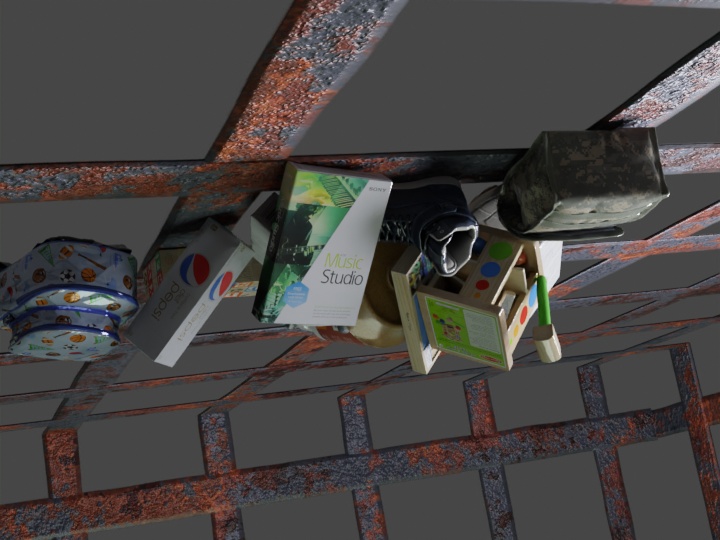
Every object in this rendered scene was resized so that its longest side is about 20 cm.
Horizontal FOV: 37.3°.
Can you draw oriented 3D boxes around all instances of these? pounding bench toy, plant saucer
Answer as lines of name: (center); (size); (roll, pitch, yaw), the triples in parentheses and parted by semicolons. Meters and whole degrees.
pounding bench toy: (0.205, 0.035, 1.461); (0.198, 0.157, 0.125); (15, 145, 28)
plant saucer: (0.043, 0.009, 1.516); (0.198, 0.204, 0.035); (1, 177, -40)

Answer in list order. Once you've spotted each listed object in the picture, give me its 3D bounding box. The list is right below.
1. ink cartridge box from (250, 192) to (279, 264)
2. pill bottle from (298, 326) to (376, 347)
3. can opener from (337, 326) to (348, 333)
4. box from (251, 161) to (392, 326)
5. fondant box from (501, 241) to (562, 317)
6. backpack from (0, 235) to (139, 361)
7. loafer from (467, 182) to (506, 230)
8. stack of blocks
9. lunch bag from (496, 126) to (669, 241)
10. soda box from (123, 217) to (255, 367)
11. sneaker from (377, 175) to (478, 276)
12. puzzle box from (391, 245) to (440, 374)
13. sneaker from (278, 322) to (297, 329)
ink cartridge box: (-0.097, -0.027, 1.469); (0.050, 0.109, 0.200); (-47, 174, -14)
pill bottle: (-0.022, 0.071, 1.861); (0.198, 0.114, 0.111); (3, 178, 39)
can opener: (-0.029, 0.040, 1.737); (0.052, 0.067, 0.200); (-2, -158, 10)
box: (-0.048, -0.029, 1.337); (0.143, 0.203, 0.036); (3, -161, -33)
fondant box: (0.257, 0.000, 1.673); (0.058, 0.145, 0.201); (30, 158, 23)
backpack: (-0.395, 0.036, 1.453); (0.198, 0.156, 0.190); (5, 150, -39)
loafer: (0.180, -0.083, 1.574); (0.071, 0.063, 0.200); (25, 135, -22)
stack of blocks: (-0.222, 0.008, 1.632); (0.197, 0.059, 0.115); (-4, 166, -25)
lunch bag: (0.286, -0.102, 1.418); (0.161, 0.119, 0.200); (-4, 164, -13)
soda box: (-0.233, 0.031, 1.459); (0.201, 0.063, 0.068); (-55, 164, -2)
sneaker: (0.056, -0.050, 1.394); (0.199, 0.147, 0.078); (-14, 131, -4)
puzzle box: (0.099, 0.032, 1.503); (0.025, 0.134, 0.202); (14, 139, 27)
sneaker: (-0.104, 0.051, 1.715); (0.076, 0.093, 0.200); (-5, -173, -19)
